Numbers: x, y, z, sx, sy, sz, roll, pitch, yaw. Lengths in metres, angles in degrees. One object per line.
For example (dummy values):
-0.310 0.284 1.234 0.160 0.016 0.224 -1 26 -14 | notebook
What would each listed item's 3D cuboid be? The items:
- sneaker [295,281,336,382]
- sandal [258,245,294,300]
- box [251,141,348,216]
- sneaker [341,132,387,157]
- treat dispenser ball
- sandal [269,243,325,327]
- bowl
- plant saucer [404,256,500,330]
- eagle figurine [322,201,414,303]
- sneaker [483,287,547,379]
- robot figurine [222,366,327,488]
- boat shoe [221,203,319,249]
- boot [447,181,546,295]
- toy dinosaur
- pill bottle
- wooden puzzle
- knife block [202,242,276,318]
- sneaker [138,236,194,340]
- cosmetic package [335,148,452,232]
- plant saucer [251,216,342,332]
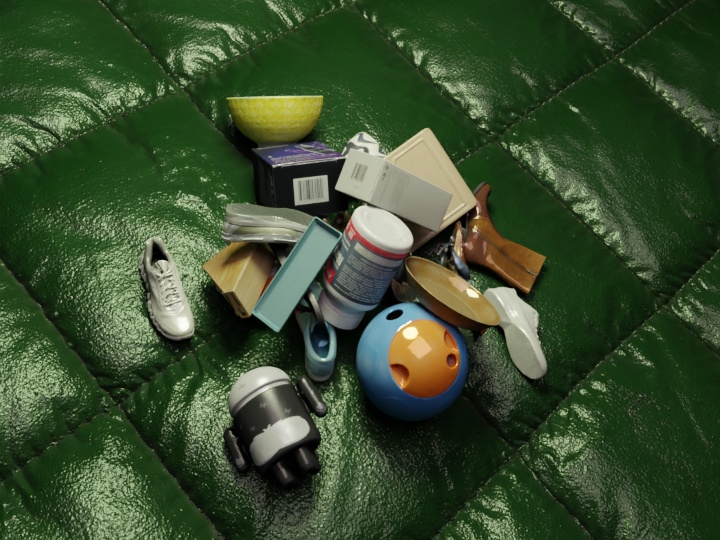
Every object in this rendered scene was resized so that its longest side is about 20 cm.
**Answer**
-0.074 0.095 1.614 0.072 0.082 0.203 -4 60 -17 | sneaker
-0.137 0.016 1.655 0.206 0.060 0.079 -43 58 -17 | sandal
-0.119 -0.176 1.697 0.145 0.107 0.200 -9 19 -17 | box
0.029 -0.183 1.817 0.199 0.080 0.130 41 64 7 | sneaker
0.090 0.159 1.543 0.196 0.202 0.204 6 57 -10 | treat dispenser ball
-0.121 0.031 1.571 0.045 0.076 0.201 -30 59 -12 | sandal
-0.173 -0.300 1.807 0.196 0.200 0.110 -4 103 -16 | bowl
0.154 0.048 1.550 0.198 0.036 0.201 29 18 -10 | plant saucer
0.032 -0.036 1.694 0.197 0.154 0.152 23 26 16 | eagle figurine
0.319 0.113 1.711 0.087 0.076 0.202 -9 60 -32 | sneaker
-0.141 0.259 1.475 0.148 0.125 0.202 -17 63 -34 | robot figurine
-0.147 -0.070 1.573 0.198 0.066 0.075 7 24 -21 | boat shoe
0.294 -0.070 1.815 0.197 0.069 0.190 27 56 3 | boot
0.204 0.028 1.706 0.200 0.104 0.183 -44 106 -29 | toy dinosaur
0.000 0.000 1.565 0.118 0.202 0.120 22 28 -13 | pill bottle
0.112 -0.158 1.774 0.199 0.037 0.187 -35 92 -15 | wooden puzzle
-0.193 -0.021 1.614 0.175 0.064 0.200 -38 33 -9 | knife block
-0.351 0.032 1.589 0.074 0.081 0.202 -16 65 -24 | sneaker
0.065 -0.147 1.637 0.198 0.107 0.086 21 92 -42 | cosmetic package
-0.107 0.008 1.525 0.069 0.019 0.202 32 85 29 | plant saucer
